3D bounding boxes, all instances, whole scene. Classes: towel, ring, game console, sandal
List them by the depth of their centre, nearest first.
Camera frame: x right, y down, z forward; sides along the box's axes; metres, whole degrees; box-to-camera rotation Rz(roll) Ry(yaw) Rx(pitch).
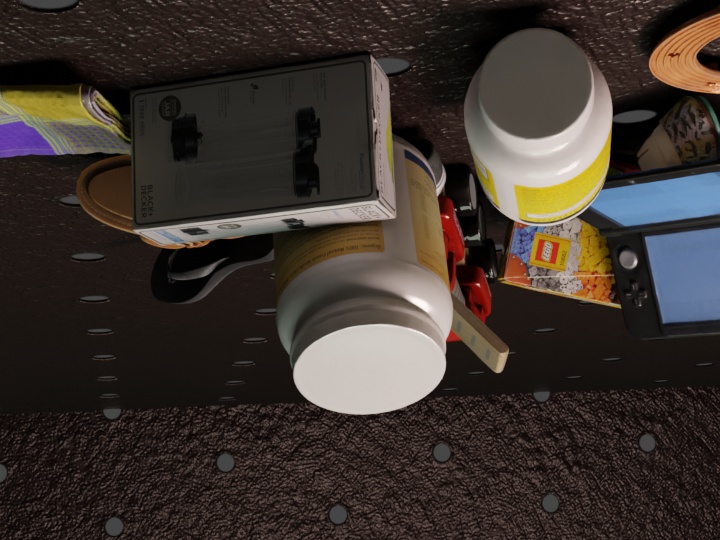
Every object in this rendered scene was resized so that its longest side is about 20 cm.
[{"bbox_3d":[0.313,-0.172,1.033,0.197,0.020,0.201,-2,168,0],"label":"ring"},{"bbox_3d":[-0.273,-0.113,1.092,0.197,0.023,0.144,0,169,10],"label":"towel"},{"bbox_3d":[0.282,-0.013,1.232,0.198,0.173,0.118,-7,-170,43],"label":"game console"},{"bbox_3d":[-0.160,-0.023,1.483,0.199,0.077,0.043,-26,158,36],"label":"sandal"}]

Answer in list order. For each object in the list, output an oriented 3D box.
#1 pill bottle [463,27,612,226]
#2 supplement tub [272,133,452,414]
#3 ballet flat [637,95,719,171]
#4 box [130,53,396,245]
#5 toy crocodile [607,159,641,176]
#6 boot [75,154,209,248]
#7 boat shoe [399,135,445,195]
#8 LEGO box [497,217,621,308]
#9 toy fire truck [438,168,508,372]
[{"bbox_3d":[0.135,-0.108,1.055,0.110,0.113,0.200,-5,169,8],"label":"pill bottle"},{"bbox_3d":[0.000,0.000,1.141,0.142,0.202,0.145,-3,142,-2],"label":"supplement tub"},{"bbox_3d":[0.279,-0.096,1.234,0.071,0.073,0.200,-5,169,10],"label":"ballet flat"},{"bbox_3d":[-0.075,-0.089,1.075,0.197,0.118,0.060,-8,167,14],"label":"box"},{"bbox_3d":[0.284,-0.078,1.373,0.198,0.063,0.067,9,-164,-27],"label":"toy crocodile"},{"bbox_3d":[-0.189,-0.054,1.325,0.197,0.075,0.154,6,169,-26],"label":"boot"},{"bbox_3d":[-0.023,-0.088,1.245,0.197,0.069,0.057,-6,150,4],"label":"boat shoe"},{"bbox_3d":[0.222,-0.011,1.448,0.147,0.078,0.200,12,180,3],"label":"LEGO box"},{"bbox_3d":[0.089,0.023,1.358,0.127,0.202,0.177,-5,144,14],"label":"toy fire truck"}]
